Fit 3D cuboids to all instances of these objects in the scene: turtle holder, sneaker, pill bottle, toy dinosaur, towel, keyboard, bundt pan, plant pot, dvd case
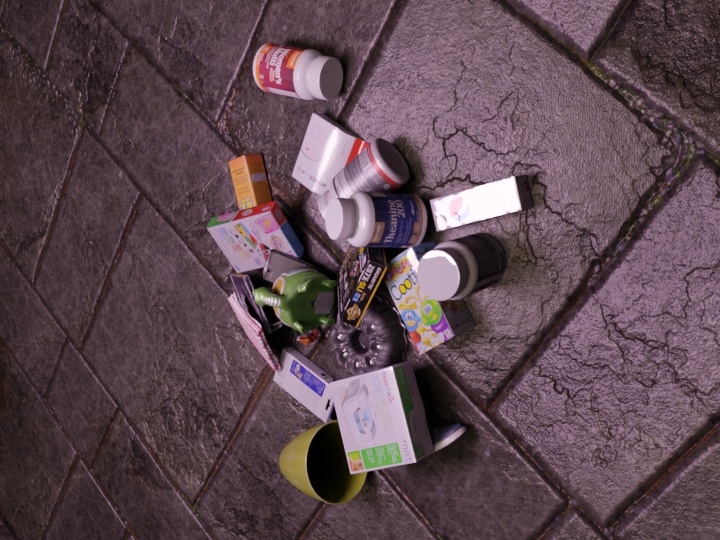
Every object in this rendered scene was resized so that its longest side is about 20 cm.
[{"bbox_3d":[-0.150,0.070,1.643,0.130,0.184,0.144,21,134,42],"label":"turtle holder"},{"bbox_3d":[0.132,0.331,1.599,0.200,0.076,0.149,-27,85,37],"label":"sneaker"},{"bbox_3d":[0.004,-0.183,1.568,0.199,0.115,0.118,-39,76,30],"label":"pill bottle"},{"bbox_3d":[0.031,-0.104,1.481,0.110,0.195,0.115,2,92,61],"label":"pill bottle"},{"bbox_3d":[-0.169,0.092,1.767,0.179,0.105,0.204,27,108,19],"label":"toy dinosaur"},{"bbox_3d":[-0.260,0.157,1.792,0.146,0.030,0.202,46,162,35],"label":"towel"},{"bbox_3d":[-0.142,-0.451,1.638,0.196,0.109,0.113,19,109,32],"label":"pill bottle"},{"bbox_3d":[0.198,-0.006,1.412,0.111,0.198,0.117,7,102,34],"label":"pill bottle"},{"bbox_3d":[-0.143,0.029,1.742,0.196,0.040,0.106,23,99,6],"label":"keyboard"},{"bbox_3d":[0.009,0.160,1.660,0.198,0.075,0.208,8,103,36],"label":"bundt pan"},{"bbox_3d":[-0.109,0.468,1.757,0.198,0.184,0.192,-18,88,51],"label":"plant pot"},{"bbox_3d":[-0.278,0.080,1.808,0.152,0.016,0.199,68,161,-9],"label":"dvd case"}]

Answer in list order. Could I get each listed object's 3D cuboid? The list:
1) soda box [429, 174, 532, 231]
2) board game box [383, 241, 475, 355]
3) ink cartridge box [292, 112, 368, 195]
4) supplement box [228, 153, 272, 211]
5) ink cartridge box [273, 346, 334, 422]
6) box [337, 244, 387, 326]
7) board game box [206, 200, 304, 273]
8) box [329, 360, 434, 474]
[{"bbox_3d":[0.241,-0.134,1.443,0.196,0.063,0.070,-13,91,37],"label":"soda box"},{"bbox_3d":[0.141,0.057,1.525,0.102,0.104,0.204,-31,79,35],"label":"board game box"},{"bbox_3d":[-0.057,-0.243,1.652,0.199,0.056,0.165,39,119,29],"label":"ink cartridge box"},{"bbox_3d":[-0.268,-0.185,1.804,0.065,0.068,0.205,-12,95,37],"label":"supplement box"},{"bbox_3d":[-0.131,0.287,1.807,0.198,0.039,0.101,35,117,28],"label":"ink cartridge box"},{"bbox_3d":[0.000,0.000,1.574,0.048,0.202,0.162,20,117,-15],"label":"box"},{"bbox_3d":[-0.256,-0.078,1.752,0.195,0.041,0.155,-10,127,27],"label":"board game box"},{"bbox_3d":[0.047,0.318,1.557,0.173,0.096,0.206,-18,82,32],"label":"box"}]
